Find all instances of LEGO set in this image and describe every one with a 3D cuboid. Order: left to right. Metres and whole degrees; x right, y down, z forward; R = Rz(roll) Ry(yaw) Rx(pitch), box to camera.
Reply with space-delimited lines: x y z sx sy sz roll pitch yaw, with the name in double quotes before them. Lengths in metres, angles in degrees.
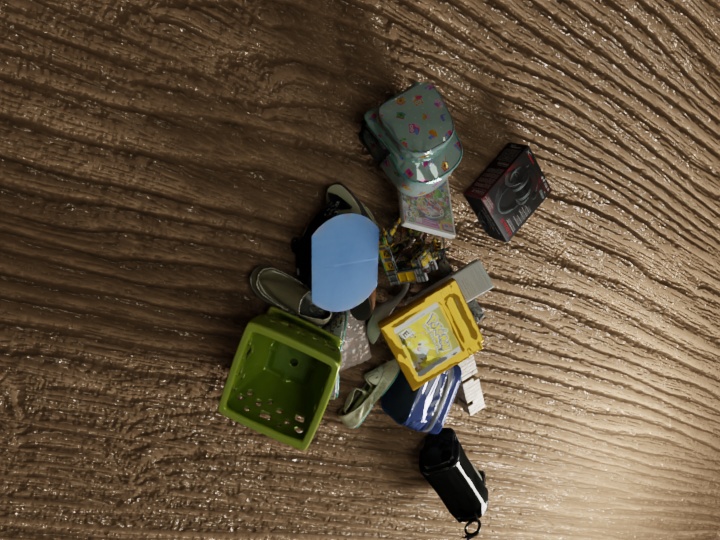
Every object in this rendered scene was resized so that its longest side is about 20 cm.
"LEGO set" 0.124 -0.061 1.333 0.199 0.114 0.158 -30 108 -50

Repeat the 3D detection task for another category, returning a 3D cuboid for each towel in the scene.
"towel" -0.073 0.147 1.382 0.195 0.032 0.197 -18 113 -23

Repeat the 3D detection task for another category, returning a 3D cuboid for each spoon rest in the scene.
"spoon rest" 0.066 0.073 1.404 0.059 0.099 0.205 20 88 -1

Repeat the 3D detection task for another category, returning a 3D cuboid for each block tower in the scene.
"block tower" 0.270 0.274 1.597 0.057 0.054 0.205 -24 115 -21

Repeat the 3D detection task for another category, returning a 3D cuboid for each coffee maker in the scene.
"coffee maker" 0.247 0.538 1.584 0.133 0.193 0.202 -33 118 3

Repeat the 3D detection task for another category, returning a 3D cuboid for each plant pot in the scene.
"plant pot" -0.147 0.200 1.233 0.194 0.182 0.205 23 104 0

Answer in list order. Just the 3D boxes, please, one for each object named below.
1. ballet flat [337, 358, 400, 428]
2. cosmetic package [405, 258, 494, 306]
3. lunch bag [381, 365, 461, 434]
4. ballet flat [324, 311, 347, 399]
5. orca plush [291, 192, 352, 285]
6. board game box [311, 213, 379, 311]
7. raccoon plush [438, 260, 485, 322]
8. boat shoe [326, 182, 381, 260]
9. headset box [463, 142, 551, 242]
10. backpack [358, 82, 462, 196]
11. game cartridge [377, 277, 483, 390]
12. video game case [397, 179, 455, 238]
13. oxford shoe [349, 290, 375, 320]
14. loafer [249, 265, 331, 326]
"ballet flat" 0.020 0.283 1.456 0.062 0.067 0.202 39 84 -22
"cosmetic package" 0.204 0.054 1.420 0.197 0.102 0.075 -33 88 9
"lunch bag" 0.155 0.279 1.486 0.130 0.135 0.205 20 95 -30
"ballet flat" -0.071 0.184 1.339 0.070 0.072 0.207 1 102 -29
"orca plush" -0.078 -0.051 1.271 0.104 0.071 0.201 34 105 -19
"board game box" -0.038 -0.020 1.253 0.154 0.039 0.206 -10 113 -29
"raccoon plush" 0.211 0.092 1.516 0.133 0.097 0.202 -37 89 2
"boat shoe" -0.005 -0.112 1.326 0.202 0.070 0.063 53 37 -25
"headset box" 0.352 -0.182 1.494 0.200 0.077 0.150 -47 121 -11
"backpack" 0.113 -0.263 1.254 0.173 0.153 0.203 -31 90 -18
"game cartridge" 0.159 0.142 1.358 0.197 0.032 0.179 -30 106 1
"video game case" 0.139 -0.177 1.342 0.140 0.018 0.206 11 62 -31
"oxford shoe" 0.000 0.000 1.333 0.071 0.069 0.206 -45 135 -60
"loafer" -0.136 0.050 1.276 0.197 0.069 0.077 29 74 -21
